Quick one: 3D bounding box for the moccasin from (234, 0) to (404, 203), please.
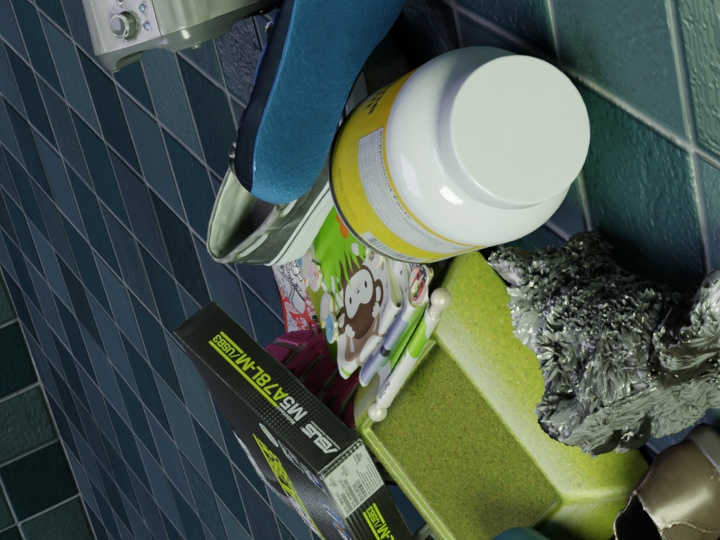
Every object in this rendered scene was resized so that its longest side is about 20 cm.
[{"bbox_3d":[-0.034,-0.142,1.264,0.080,0.201,0.068,29,176,-27],"label":"moccasin"}]

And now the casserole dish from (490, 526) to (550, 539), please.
[{"bbox_3d":[0.153,0.222,1.291,0.200,0.039,0.121,42,174,-19],"label":"casserole dish"}]

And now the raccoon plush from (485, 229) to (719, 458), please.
[{"bbox_3d":[0.152,0.008,1.127,0.200,0.096,0.135,-44,55,42],"label":"raccoon plush"}]

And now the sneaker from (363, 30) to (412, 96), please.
[{"bbox_3d":[-0.027,-0.144,1.431,0.200,0.071,0.080,-14,99,65],"label":"sneaker"}]

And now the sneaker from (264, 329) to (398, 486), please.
[{"bbox_3d":[0.006,0.119,1.612,0.199,0.074,0.088,27,151,24],"label":"sneaker"}]

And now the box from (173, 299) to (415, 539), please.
[{"bbox_3d":[-0.039,0.139,1.531,0.193,0.047,0.200,38,162,39],"label":"box"}]

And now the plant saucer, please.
[{"bbox_3d":[0.077,0.115,1.360,0.200,0.048,0.200,52,144,13],"label":"plant saucer"}]

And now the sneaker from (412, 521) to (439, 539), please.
[{"bbox_3d":[0.089,0.262,1.617,0.078,0.077,0.201,28,141,61],"label":"sneaker"}]

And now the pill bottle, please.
[{"bbox_3d":[0.058,-0.067,1.197,0.113,0.112,0.200,66,163,-2],"label":"pill bottle"}]

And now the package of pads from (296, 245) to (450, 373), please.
[{"bbox_3d":[0.014,0.006,1.501,0.200,0.068,0.155,17,129,68],"label":"package of pads"}]

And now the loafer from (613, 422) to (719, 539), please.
[{"bbox_3d":[0.173,0.154,1.217,0.073,0.071,0.200,56,163,28],"label":"loafer"}]

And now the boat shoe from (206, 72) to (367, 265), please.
[{"bbox_3d":[-0.051,-0.066,1.367,0.072,0.071,0.201,54,143,29],"label":"boat shoe"}]

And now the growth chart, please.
[{"bbox_3d":[0.000,0.000,1.377,0.201,0.018,0.145,64,143,40],"label":"growth chart"}]

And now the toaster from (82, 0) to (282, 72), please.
[{"bbox_3d":[-0.114,-0.224,1.430,0.113,0.200,0.130,-9,103,40],"label":"toaster"}]

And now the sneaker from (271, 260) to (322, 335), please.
[{"bbox_3d":[-0.021,0.040,1.657,0.202,0.067,0.108,71,165,-10],"label":"sneaker"}]
